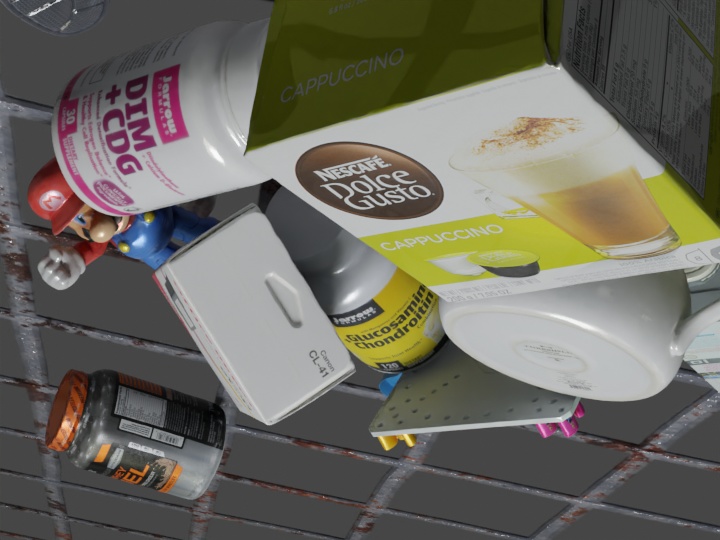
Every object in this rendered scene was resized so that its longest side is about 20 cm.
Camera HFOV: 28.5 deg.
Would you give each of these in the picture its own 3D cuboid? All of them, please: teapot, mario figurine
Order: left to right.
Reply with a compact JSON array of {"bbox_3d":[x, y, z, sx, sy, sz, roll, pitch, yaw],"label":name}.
[{"bbox_3d":[-0.193,-0.030,1.196,0.105,0.125,0.199,4,163,45],"label":"mario figurine"},{"bbox_3d":[0.160,-0.003,1.032,0.198,0.148,0.197,23,161,-9],"label":"teapot"}]

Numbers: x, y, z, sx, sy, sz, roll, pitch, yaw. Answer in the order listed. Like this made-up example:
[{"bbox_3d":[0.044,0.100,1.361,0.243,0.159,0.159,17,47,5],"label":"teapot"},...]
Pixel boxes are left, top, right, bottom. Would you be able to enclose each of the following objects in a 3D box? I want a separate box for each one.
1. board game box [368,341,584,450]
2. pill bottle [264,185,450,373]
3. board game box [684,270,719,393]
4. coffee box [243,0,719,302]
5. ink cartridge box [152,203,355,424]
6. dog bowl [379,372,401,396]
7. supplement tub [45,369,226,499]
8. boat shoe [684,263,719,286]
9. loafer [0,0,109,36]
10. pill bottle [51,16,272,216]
[{"bbox_3d":[0.128,0.073,1.200,0.198,0.200,0.026,-10,121,38],"label":"board game box"},{"bbox_3d":[0.000,0.000,1.185,0.111,0.113,0.200,-3,153,28],"label":"pill bottle"},{"bbox_3d":[0.363,0.057,1.227,0.146,0.065,0.200,-7,149,36],"label":"board game box"},{"bbox_3d":[0.082,-0.122,0.772,0.198,0.202,0.197,-11,149,38],"label":"coffee box"},{"bbox_3d":[-0.090,0.036,1.116,0.149,0.085,0.200,58,171,-3],"label":"ink cartridge box"},{"bbox_3d":[0.105,0.097,1.437,0.111,0.050,0.199,27,151,-33],"label":"dog bowl"},{"bbox_3d":[-0.272,0.194,1.714,0.198,0.124,0.122,20,154,-20],"label":"supplement tub"},{"bbox_3d":[0.194,-0.009,1.139,0.197,0.074,0.062,-2,171,25],"label":"boat shoe"},{"bbox_3d":[-0.218,-0.221,0.872,0.071,0.064,0.200,-28,151,8],"label":"loafer"},{"bbox_3d":[-0.113,-0.109,0.990,0.198,0.115,0.113,-11,149,38],"label":"pill bottle"}]
